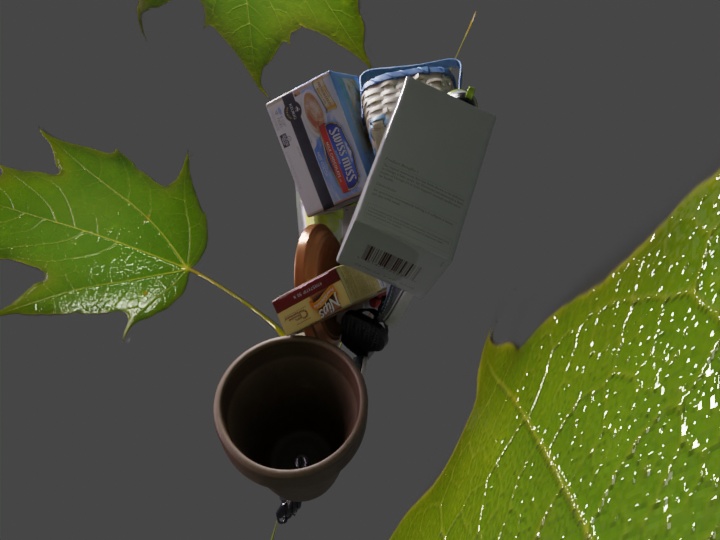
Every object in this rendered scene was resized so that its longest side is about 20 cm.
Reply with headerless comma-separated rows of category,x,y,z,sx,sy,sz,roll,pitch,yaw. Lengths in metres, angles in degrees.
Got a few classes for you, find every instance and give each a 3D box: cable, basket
cable,-0.120,0.395,1.414,0.201,0.050,0.165,-71,4,-56
basket,0.078,-0.264,1.128,0.140,0.172,0.204,68,-159,-53

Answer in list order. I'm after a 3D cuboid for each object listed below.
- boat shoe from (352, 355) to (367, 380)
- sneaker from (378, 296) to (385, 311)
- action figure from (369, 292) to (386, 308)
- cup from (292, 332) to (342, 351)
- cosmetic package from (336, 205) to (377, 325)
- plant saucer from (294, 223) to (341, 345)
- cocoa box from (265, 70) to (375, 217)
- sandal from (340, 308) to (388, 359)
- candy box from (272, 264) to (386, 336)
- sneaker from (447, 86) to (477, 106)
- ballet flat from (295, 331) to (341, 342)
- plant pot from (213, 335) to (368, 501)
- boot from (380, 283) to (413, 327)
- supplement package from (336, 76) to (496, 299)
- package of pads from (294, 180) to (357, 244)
boat shoe,-0.042,0.212,1.120,0.073,0.061,0.203,-73,5,-58
sneaker,0.036,0.010,1.258,0.081,0.072,0.204,68,-138,-70
action figure,0.055,-0.038,1.132,0.099,0.064,0.204,-137,69,-80
cup,-0.093,0.193,1.283,0.143,0.200,0.200,-44,-2,-10
cosmetic package,0.000,0.000,1.175,0.083,0.049,0.205,47,-138,-61
plant saucer,-0.055,0.027,1.126,0.200,0.032,0.206,-6,-90,-73
cocoa box,-0.045,-0.211,1.181,0.129,0.204,0.133,-20,3,24
sandal,0.007,0.087,1.060,0.048,0.075,0.201,-51,-2,-17
candy box,-0.023,0.027,0.992,0.114,0.056,0.199,-27,-3,26
sneaker,0.107,-0.166,0.996,0.083,0.070,0.204,-82,14,-75
ballet flat,-0.076,0.105,1.378,0.046,0.197,0.069,-7,73,51
plant pot,-0.083,0.218,0.937,0.177,0.196,0.203,86,-161,-49
boot,0.047,-0.032,0.934,0.073,0.089,0.204,-85,17,-81
supplement package,0.063,-0.094,0.811,0.118,0.115,0.203,118,174,-65
package of pads,-0.032,-0.090,1.323,0.067,0.197,0.158,-17,74,44
